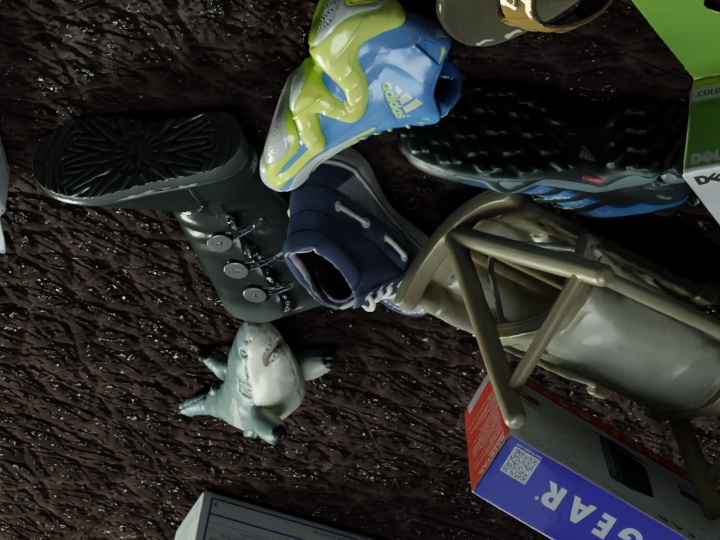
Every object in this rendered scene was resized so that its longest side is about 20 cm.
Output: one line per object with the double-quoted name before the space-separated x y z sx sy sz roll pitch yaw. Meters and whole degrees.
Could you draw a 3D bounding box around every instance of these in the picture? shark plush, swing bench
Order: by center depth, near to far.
"swing bench" 0.163 0.042 1.642 0.199 0.200 0.130 24 104 -31
"shark plush" -0.093 0.082 1.930 0.083 0.091 0.200 41 164 -11

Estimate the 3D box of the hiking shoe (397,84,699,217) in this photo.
"hiking shoe" 0.123 -0.065 1.563 0.200 0.075 0.087 7 149 6

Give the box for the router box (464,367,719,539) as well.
"router box" 0.169 0.153 1.642 0.200 0.049 0.180 31 -168 -7

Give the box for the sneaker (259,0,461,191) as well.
"sneaker" 0.002 -0.101 1.533 0.105 0.076 0.200 19 148 -5

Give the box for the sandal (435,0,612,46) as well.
"sandal" 0.121 -0.171 1.404 0.200 0.054 0.080 -17 140 39

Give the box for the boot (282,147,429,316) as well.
"boot" 0.000 0.000 1.696 0.073 0.090 0.200 -7 145 28

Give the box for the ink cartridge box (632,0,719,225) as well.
"ink cartridge box" 0.262 -0.099 1.459 0.148 0.076 0.200 -9 146 30

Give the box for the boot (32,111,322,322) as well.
"boot" -0.120 -0.033 1.715 0.165 0.066 0.200 -1 152 22

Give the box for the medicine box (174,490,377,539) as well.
"medicine box" -0.087 0.326 2.166 0.182 0.200 0.103 18 149 -11

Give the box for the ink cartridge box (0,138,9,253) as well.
"ink cartridge box" -0.352 -0.091 1.703 0.199 0.041 0.200 8 150 4
